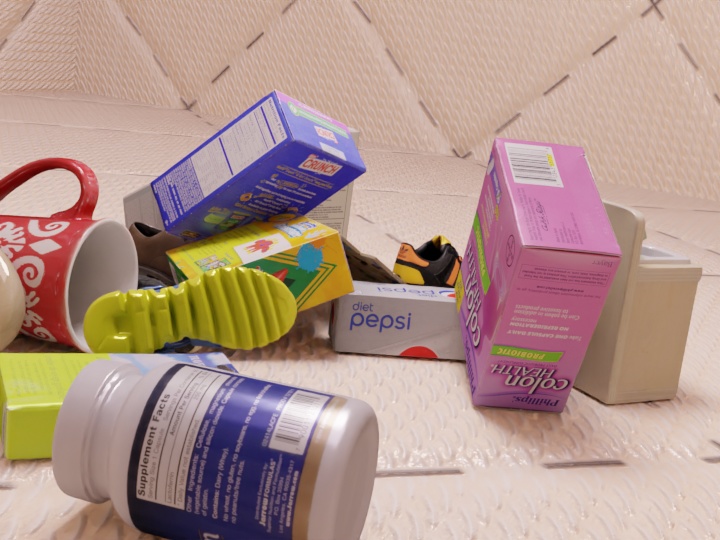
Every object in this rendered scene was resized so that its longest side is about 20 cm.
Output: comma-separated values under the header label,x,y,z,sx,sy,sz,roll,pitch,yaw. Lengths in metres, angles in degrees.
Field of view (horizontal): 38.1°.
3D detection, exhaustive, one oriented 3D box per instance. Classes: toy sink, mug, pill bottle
label,x,y,z,sx,sy,sz,roll,pitch,yaw
toy sink,0.281,0.024,1.129,0.110,0.203,0.130,-1,14,-29
mug,-0.340,-0.014,1.070,0.197,0.180,0.134,6,-27,18
pill bottle,-0.095,0.124,0.691,0.197,0.118,0.116,11,13,15

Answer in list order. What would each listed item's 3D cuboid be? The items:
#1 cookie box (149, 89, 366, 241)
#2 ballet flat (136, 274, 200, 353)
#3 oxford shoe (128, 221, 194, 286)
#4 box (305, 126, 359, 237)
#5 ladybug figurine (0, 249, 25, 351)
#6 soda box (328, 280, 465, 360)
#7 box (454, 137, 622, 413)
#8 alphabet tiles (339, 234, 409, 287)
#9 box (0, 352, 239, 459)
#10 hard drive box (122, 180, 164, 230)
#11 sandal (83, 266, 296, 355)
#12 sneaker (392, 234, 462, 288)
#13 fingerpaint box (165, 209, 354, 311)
label,x,y,z,sx,sy,sz,roll,pitch,yaw
cookie box,-0.119,-0.110,1.241,0.199,0.076,0.171,-32,-22,21
ballet flat,-0.205,0.037,1.106,0.056,0.068,0.199,-13,20,-29
oxford shoe,-0.217,-0.020,1.314,0.197,0.086,0.073,14,13,19
box,-0.091,-0.116,1.525,0.127,0.203,0.108,-4,17,-40
ladybug figurine,-0.389,0.024,0.965,0.197,0.137,0.072,18,-12,21
soda box,0.065,0.057,1.169,0.197,0.069,0.063,5,13,-10
box,0.166,0.004,1.029,0.095,0.202,0.177,5,39,-7
alphabet tiles,0.000,0.000,1.275,0.166,0.006,0.199,41,-12,-29
box,-0.196,0.107,0.863,0.197,0.048,0.122,2,14,-24
hard drive box,-0.218,-0.087,1.456,0.154,0.078,0.199,-3,-7,-38
sandal,-0.158,0.041,0.981,0.197,0.081,0.087,-3,-4,-14
sneaker,0.121,-0.004,1.405,0.198,0.092,0.069,-6,18,-43
fingerpaint box,-0.116,0.002,1.159,0.165,0.074,0.200,-20,15,-15
